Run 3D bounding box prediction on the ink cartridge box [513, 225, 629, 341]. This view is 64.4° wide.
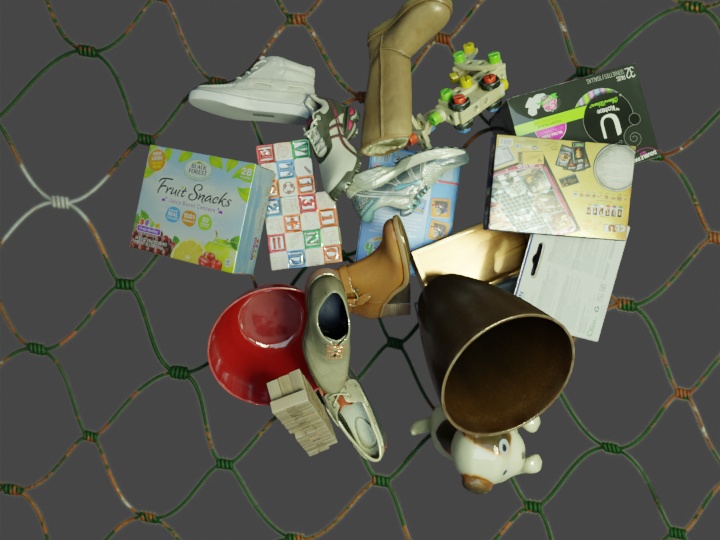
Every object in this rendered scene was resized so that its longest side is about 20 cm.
[{"bbox_3d":[0.320,-0.002,0.901,0.199,0.041,0.201,15,91,-27],"label":"ink cartridge box"}]

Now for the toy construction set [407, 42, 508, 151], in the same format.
[{"bbox_3d":[0.150,-0.270,0.890,0.200,0.092,0.131,-47,47,-5],"label":"toy construction set"}]

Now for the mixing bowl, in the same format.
[{"bbox_3d":[-0.137,0.097,0.895,0.199,0.108,0.201,-5,114,-12],"label":"mixing bowl"}]

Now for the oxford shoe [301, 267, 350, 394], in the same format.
[{"bbox_3d":[-0.047,0.101,0.817,0.070,0.074,0.201,-11,115,-11],"label":"oxford shoe"}]

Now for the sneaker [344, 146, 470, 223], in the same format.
[{"bbox_3d":[0.078,-0.133,0.891,0.199,0.078,0.087,-18,95,11],"label":"sneaker"}]

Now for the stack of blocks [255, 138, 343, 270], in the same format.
[{"bbox_3d":[-0.097,-0.106,0.930,0.115,0.059,0.201,-8,91,0],"label":"stack of blocks"}]

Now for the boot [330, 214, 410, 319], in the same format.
[{"bbox_3d":[0.000,0.000,0.888,0.154,0.200,0.077,-1,50,5],"label":"boot"}]

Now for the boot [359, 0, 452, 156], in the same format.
[{"bbox_3d":[0.069,-0.291,0.872,0.066,0.175,0.201,11,75,-35],"label":"boot"}]

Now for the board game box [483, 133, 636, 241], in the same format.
[{"bbox_3d":[0.282,-0.117,0.818,0.199,0.035,0.136,5,94,-1],"label":"board game box"}]

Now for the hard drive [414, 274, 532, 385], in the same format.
[{"bbox_3d":[0.201,0.098,0.946,0.199,0.033,0.140,-14,91,1],"label":"hard drive"}]

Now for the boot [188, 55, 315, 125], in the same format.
[{"bbox_3d":[-0.172,-0.299,0.928,0.199,0.074,0.096,6,85,-8],"label":"boot"}]

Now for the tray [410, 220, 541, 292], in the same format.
[{"bbox_3d":[0.186,-0.021,0.913,0.199,0.037,0.099,-23,95,-7],"label":"tray"}]

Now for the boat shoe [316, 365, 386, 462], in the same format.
[{"bbox_3d":[-0.022,0.221,0.935,0.071,0.063,0.201,-32,90,3],"label":"boat shoe"}]

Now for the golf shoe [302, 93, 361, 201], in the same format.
[{"bbox_3d":[-0.051,-0.188,0.872,0.088,0.201,0.077,25,132,-29],"label":"golf shoe"}]

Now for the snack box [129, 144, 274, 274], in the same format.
[{"bbox_3d":[-0.250,-0.096,0.899,0.199,0.068,0.170,14,93,18],"label":"snack box"}]

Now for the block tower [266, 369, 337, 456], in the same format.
[{"bbox_3d":[-0.086,0.219,0.871,0.054,0.200,0.058,-22,56,-3],"label":"block tower"}]

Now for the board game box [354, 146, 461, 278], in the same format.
[{"bbox_3d":[0.078,-0.094,0.940,0.150,0.037,0.201,8,90,0],"label":"board game box"}]

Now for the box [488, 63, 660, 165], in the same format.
[{"bbox_3d":[0.325,-0.209,0.893,0.199,0.124,0.149,-16,91,0],"label":"box"}]

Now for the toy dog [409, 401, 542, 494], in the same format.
[{"bbox_3d":[0.180,0.248,0.865,0.193,0.200,0.140,12,91,0],"label":"toy dog"}]

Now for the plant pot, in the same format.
[{"bbox_3d":[0.158,0.091,0.800,0.186,0.200,0.188,-8,119,-15],"label":"plant pot"}]
